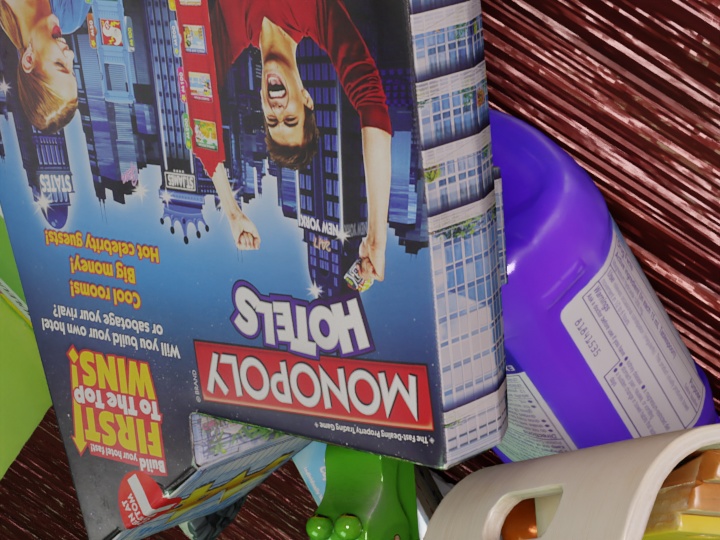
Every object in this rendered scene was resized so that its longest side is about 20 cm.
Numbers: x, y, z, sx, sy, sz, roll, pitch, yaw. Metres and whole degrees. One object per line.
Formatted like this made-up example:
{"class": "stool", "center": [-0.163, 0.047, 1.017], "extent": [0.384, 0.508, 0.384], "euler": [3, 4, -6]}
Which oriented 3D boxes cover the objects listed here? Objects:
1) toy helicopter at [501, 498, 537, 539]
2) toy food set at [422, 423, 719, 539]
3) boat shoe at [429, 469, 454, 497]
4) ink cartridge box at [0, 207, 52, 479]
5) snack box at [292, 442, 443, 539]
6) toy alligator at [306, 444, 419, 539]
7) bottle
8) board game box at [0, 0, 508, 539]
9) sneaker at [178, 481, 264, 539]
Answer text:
{"class": "toy helicopter", "center": [0.087, 0.133, 0.934], "extent": [0.133, 0.079, 0.200], "euler": [59, -170, -15]}
{"class": "toy food set", "center": [0.131, 0.083, 0.746], "extent": [0.199, 0.061, 0.143], "euler": [6, 170, -18]}
{"class": "boat shoe", "center": [0.050, 0.152, 1.162], "extent": [0.200, 0.062, 0.072], "euler": [46, 159, -24]}
{"class": "ink cartridge box", "center": [-0.110, -0.002, 0.855], "extent": [0.076, 0.200, 0.148], "euler": [13, 152, 48]}
{"class": "snack box", "center": [0.040, 0.144, 1.025], "extent": [0.201, 0.037, 0.116], "euler": [61, -177, 7]}
{"class": "toy alligator", "center": [0.002, 0.102, 0.934], "extent": [0.059, 0.054, 0.201], "euler": [-2, 101, 36]}
{"class": "bottle", "center": [0.068, 0.035, 0.839], "extent": [0.083, 0.065, 0.200], "euler": [36, 167, 45]}
{"class": "board game box", "center": [-0.031, -0.016, 0.731], "extent": [0.199, 0.061, 0.201], "euler": [10, 110, 46]}
{"class": "sneaker", "center": [-0.067, 0.044, 0.994], "extent": [0.086, 0.078, 0.200], "euler": [30, -177, 3]}
